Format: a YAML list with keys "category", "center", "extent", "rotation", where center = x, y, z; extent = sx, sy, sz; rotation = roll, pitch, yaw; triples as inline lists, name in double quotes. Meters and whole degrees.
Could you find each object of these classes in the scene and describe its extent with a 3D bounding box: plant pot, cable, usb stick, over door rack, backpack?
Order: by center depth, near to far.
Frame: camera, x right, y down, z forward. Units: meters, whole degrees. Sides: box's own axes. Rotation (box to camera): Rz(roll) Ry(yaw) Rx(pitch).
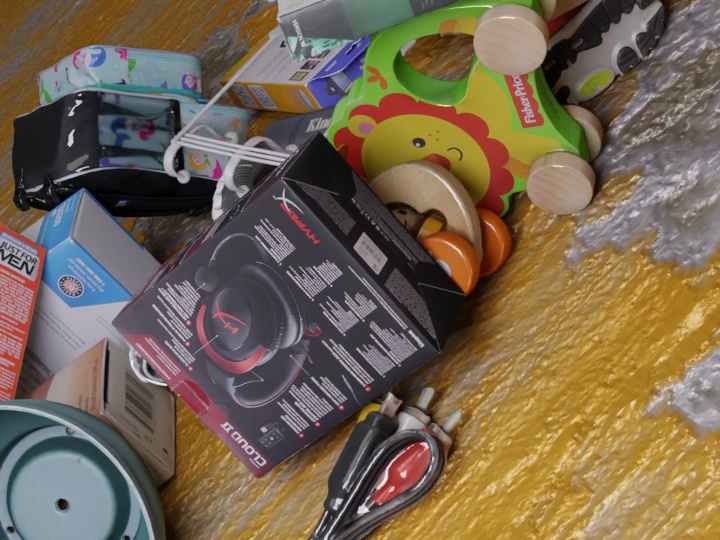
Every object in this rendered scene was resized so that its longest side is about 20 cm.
- category: "cable"
  center: [-0.003, 0.160, 0.947]
  extent: [0.097, 0.050, 0.201]
  rotation: [23, 82, 49]
- category: "plant pot"
  center: [-0.221, 0.177, 1.055]
  extent: [0.200, 0.201, 0.134]
  rotation: [-37, 2, 11]
- category: "over door rack"
  center: [-0.053, -0.137, 1.267]
  extent: [0.146, 0.067, 0.201]
  rotation: [14, 60, 33]
- category: "usb stick"
  center: [-0.019, -0.122, 1.324]
  extent: [0.199, 0.033, 0.056]
  rotation: [-7, 45, 48]
- category: "backpack"
  center: [-0.199, -0.117, 1.366]
  extent: [0.177, 0.198, 0.153]
  rotation: [-10, 75, 58]

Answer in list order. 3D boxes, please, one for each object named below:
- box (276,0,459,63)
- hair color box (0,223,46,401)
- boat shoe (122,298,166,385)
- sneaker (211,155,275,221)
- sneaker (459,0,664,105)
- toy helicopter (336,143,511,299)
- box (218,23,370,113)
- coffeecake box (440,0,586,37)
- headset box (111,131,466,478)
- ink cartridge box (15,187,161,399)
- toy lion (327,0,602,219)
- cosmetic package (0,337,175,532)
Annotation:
- category: "box"
  center: [0.042, -0.201, 0.979]
  extent: [0.198, 0.037, 0.145]
  rotation: [-21, 23, 6]
- category: "hair color box"
  center: [-0.320, 0.070, 1.177]
  extent: [0.110, 0.064, 0.202]
  rotation: [-9, 61, 34]
- category: "boat shoe"
  center: [-0.138, 0.058, 1.151]
  extent: [0.068, 0.073, 0.199]
  rotation: [-32, 27, -31]
- category: "sneaker"
  center: [-0.080, -0.028, 1.251]
  extent: [0.090, 0.067, 0.201]
  rotation: [-22, 39, 30]
- category: "sneaker"
  center: [0.135, -0.148, 1.135]
  extent: [0.199, 0.077, 0.085]
  rotation: [-32, 22, 0]
- category: "toy helicopter"
  center: [0.000, 0.000, 1.060]
  extent: [0.200, 0.132, 0.079]
  rotation: [-47, -6, 31]
- category: "box"
  center: [-0.041, -0.201, 1.442]
  extent: [0.119, 0.042, 0.199]
  rotation: [-46, 30, -18]
- category: "coffeecake box"
  center: [0.144, -0.248, 1.159]
  extent: [0.153, 0.074, 0.200]
  rotation: [-31, 14, -14]
- category: "headset box"
  center: [-0.055, 0.031, 0.994]
  extent: [0.200, 0.149, 0.075]
  rotation: [-38, 10, 32]
- category: "ink cartridge box"
  center: [-0.265, 0.049, 1.298]
  extent: [0.199, 0.145, 0.084]
  rotation: [-33, 30, 19]
- category: "toy lion"
  center: [0.059, -0.103, 1.042]
  extent: [0.189, 0.201, 0.069]
  rotation: [-5, 45, 22]
- category: "cosmetic package"
  center: [-0.246, 0.157, 1.192]
  extent: [0.199, 0.087, 0.104]
  rotation: [-36, 31, 14]
